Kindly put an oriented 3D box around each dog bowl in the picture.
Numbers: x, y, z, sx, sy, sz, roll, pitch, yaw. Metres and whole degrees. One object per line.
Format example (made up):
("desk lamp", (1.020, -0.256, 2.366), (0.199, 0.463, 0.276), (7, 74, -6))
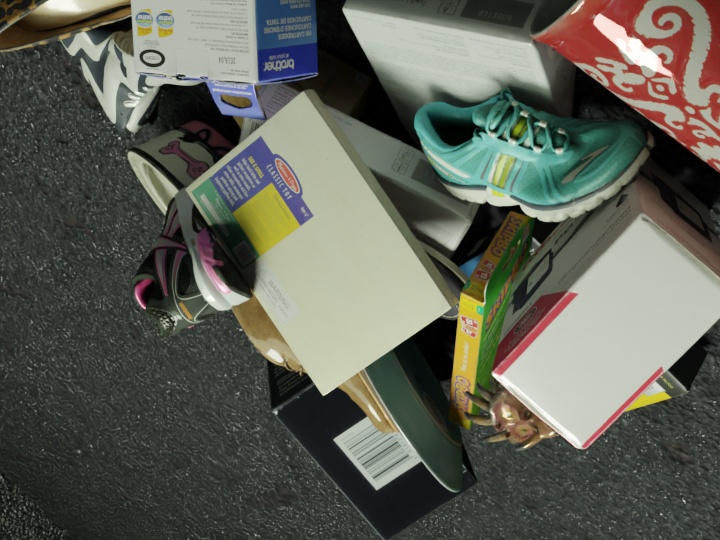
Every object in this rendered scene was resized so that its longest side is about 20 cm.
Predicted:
("dog bowl", (-0.140, -0.064, 1.141), (0.200, 0.074, 0.200), (45, 167, 13))

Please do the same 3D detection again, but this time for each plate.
("plate", (0.045, 0.101, 1.011), (0.201, 0.025, 0.200), (56, -171, -13))

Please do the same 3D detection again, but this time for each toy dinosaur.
("toy dinosaur", (0.139, 0.108, 0.952), (0.085, 0.136, 0.200), (25, 156, 14))

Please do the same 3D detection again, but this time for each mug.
("mug", (0.221, -0.139, 0.693), (0.199, 0.178, 0.134), (37, 114, -9))

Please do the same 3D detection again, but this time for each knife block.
("knife block", (-0.059, -0.122, 1.026), (0.199, 0.064, 0.176), (30, 148, 4))

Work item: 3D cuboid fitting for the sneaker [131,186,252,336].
("sneaker", (-0.154, -0.007, 0.956), (0.081, 0.086, 0.200), (56, 179, -18))

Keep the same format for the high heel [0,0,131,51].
("high heel", (-0.221, -0.225, 0.980), (0.199, 0.143, 0.072), (13, 143, 36))

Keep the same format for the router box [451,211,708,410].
("router box", (0.183, 0.040, 1.012), (0.200, 0.051, 0.149), (43, 150, -7))

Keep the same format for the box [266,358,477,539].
("box", (0.004, 0.127, 1.163), (0.197, 0.117, 0.200), (53, -170, -24))

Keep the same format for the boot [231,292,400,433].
("boot", (-0.037, 0.069, 0.994), (0.200, 0.075, 0.074), (52, -175, 4))

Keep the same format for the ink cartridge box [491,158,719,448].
("ink cartridge box", (0.174, 0.010, 0.797), (0.084, 0.200, 0.145), (39, 111, -3))

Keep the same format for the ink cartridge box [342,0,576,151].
("ink cartridge box", (0.092, -0.144, 0.883), (0.159, 0.048, 0.200), (18, 161, 29))

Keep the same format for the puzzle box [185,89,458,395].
("puzzle box", (-0.032, -0.021, 0.887), (0.133, 0.025, 0.201), (-35, 88, 23))

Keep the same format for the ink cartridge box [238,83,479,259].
("ink cartridge box", (-0.013, -0.055, 0.977), (0.199, 0.045, 0.177), (27, 148, 1))

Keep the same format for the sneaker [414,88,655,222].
("sneaker", (0.115, -0.087, 0.817), (0.199, 0.078, 0.080), (7, 145, 47))

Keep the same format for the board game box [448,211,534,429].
("board game box", (0.107, 0.040, 0.947), (0.030, 0.096, 0.201), (24, 145, 16))

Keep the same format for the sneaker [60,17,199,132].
("sneaker", (-0.197, -0.182, 1.081), (0.198, 0.080, 0.130), (18, 146, 30))

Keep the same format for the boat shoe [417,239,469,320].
("boat shoe", (0.000, 0.000, 0.944), (0.199, 0.063, 0.073), (27, 148, 0))

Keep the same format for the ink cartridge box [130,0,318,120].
("ink cartridge box", (-0.104, -0.213, 0.853), (0.136, 0.076, 0.202), (12, 109, 37))
